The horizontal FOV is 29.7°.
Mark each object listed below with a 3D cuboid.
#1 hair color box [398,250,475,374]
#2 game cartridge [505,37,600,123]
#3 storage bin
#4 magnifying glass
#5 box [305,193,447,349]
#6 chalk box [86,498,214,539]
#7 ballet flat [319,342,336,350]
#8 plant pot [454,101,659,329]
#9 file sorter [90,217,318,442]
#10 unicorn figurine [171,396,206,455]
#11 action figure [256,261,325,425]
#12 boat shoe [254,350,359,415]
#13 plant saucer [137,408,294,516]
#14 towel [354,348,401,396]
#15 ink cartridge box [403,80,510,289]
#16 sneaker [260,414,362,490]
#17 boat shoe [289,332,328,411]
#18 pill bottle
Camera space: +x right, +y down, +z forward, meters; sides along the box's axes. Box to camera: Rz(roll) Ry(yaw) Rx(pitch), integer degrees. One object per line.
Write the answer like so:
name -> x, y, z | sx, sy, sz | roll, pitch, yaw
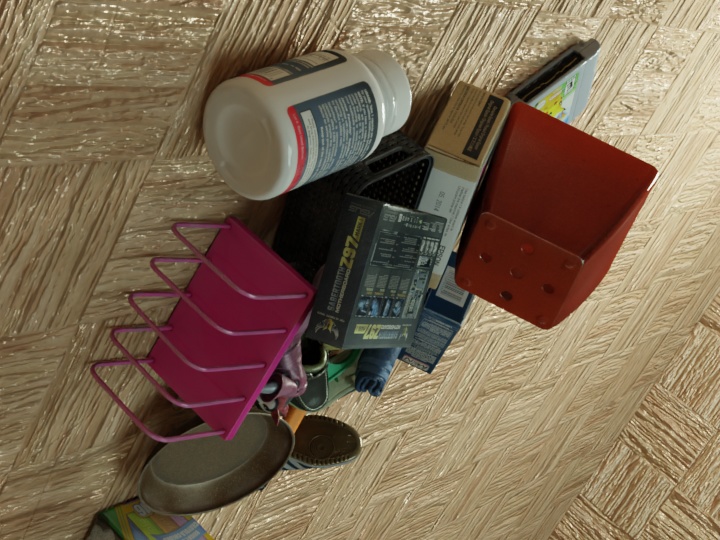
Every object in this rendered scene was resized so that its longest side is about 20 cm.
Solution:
hair color box -> 0.111, 0.061, 1.909 | 0.200, 0.060, 0.100 | 114, 1, -65
game cartridge -> 0.250, -0.222, 1.866 | 0.200, 0.040, 0.133 | -38, 157, -25
storage bin -> -0.012, -0.067, 1.565 | 0.135, 0.094, 0.200 | -28, 147, -40
magnifying glass -> -0.058, 0.138, 1.775 | 0.080, 0.022, 0.200 | 40, 71, -29
box -> 0.021, 0.005, 1.477 | 0.200, 0.051, 0.158 | 5, 101, -66
chalk box -> -0.244, 0.394, 1.700 | 0.124, 0.200, 0.125 | -13, 137, -54
ballet flat -> -0.006, 0.062, 1.675 | 0.071, 0.071, 0.200 | -54, -179, 10
plant pot -> 0.222, -0.050, 1.677 | 0.176, 0.199, 0.200 | -56, 169, -44
file sorter -> -0.170, 0.063, 1.423 | 0.125, 0.139, 0.200 | -1, 127, -58
unicorn figurine -> -0.161, 0.152, 1.669 | 0.137, 0.074, 0.200 | -40, 171, -23
action figure -> -0.091, 0.082, 1.547 | 0.148, 0.134, 0.201 | -13, 120, -9
boat shoe -> -0.066, 0.157, 1.833 | 0.200, 0.072, 0.068 | -17, 169, -41
plant saucer -> -0.178, 0.224, 1.643 | 0.200, 0.037, 0.201 | -19, 143, -15
towel -> 0.046, 0.066, 1.813 | 0.112, 0.048, 0.200 | 109, 6, -71
ink cartridge box -> 0.106, -0.104, 1.665 | 0.165, 0.075, 0.200 | -64, 175, -49
sneaker -> -0.097, 0.246, 1.812 | 0.199, 0.070, 0.109 | -2, 150, 0
boat shoe -> -0.073, 0.107, 1.680 | 0.072, 0.066, 0.201 | -35, 132, -25
pill bottle -> -0.046, -0.153, 1.345 | 0.200, 0.120, 0.120 | -26, 147, -42
